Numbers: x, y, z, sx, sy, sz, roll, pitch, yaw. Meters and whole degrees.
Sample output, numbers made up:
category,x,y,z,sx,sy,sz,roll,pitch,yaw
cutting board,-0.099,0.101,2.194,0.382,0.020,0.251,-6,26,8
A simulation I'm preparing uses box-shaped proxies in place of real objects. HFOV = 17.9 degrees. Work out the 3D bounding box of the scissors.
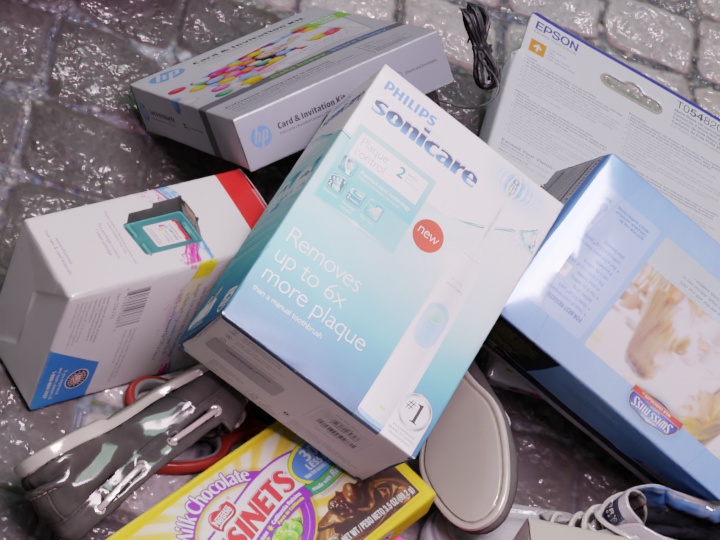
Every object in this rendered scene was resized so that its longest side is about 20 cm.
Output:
category,x,y,z,sx,sy,sz,roll,pitch,yaw
scissors,-0.061,0.100,1.473,0.199,0.014,0.073,2,48,-24

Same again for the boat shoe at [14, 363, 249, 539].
category,x,y,z,sx,sy,sz,roll,pitch,yaw
boat shoe,-0.119,0.101,1.390,0.200,0.067,0.057,-28,89,-35

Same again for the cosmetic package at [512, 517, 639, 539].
category,x,y,z,sx,sy,sz,roll,pitch,yaw
cosmetic package,0.178,0.225,1.403,0.199,0.104,0.073,14,46,-14

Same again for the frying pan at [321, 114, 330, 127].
category,x,y,z,sx,sy,sz,roll,pitch,yaw
frying pan,-0.010,0.010,1.438,0.115,0.031,0.190,-37,97,-35

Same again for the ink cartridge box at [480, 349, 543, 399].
category,x,y,z,sx,sy,sz,roll,pitch,yaw
ink cartridge box,0.186,0.055,1.573,0.199,0.037,0.095,16,80,-9

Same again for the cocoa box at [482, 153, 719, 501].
category,x,y,z,sx,sy,sz,roll,pitch,yaw
cocoa box,0.180,0.039,1.487,0.200,0.131,0.133,40,80,-7

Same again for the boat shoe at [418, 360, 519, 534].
category,x,y,z,sx,sy,sz,roll,pitch,yaw
boat shoe,0.066,0.099,1.471,0.057,0.067,0.200,43,16,-40

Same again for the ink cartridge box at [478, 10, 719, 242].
category,x,y,z,sx,sy,sz,roll,pitch,yaw
ink cartridge box,0.183,-0.076,1.701,0.199,0.041,0.200,29,45,-9

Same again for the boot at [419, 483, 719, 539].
category,x,y,z,sx,sy,sz,roll,pitch,yaw
boot,0.144,0.165,1.445,0.199,0.096,0.074,11,47,-15

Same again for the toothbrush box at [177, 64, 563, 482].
category,x,y,z,sx,sy,sz,roll,pitch,yaw
toothbrush box,0.008,0.002,1.385,0.146,0.085,0.200,38,63,-10

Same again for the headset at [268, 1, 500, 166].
category,x,y,z,sx,sy,sz,roll,pitch,yaw
headset,0.010,-0.125,1.616,0.200,0.094,0.123,-17,16,-24

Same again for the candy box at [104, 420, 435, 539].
category,x,y,z,sx,sy,sz,roll,pitch,yaw
candy box,-0.055,0.154,1.367,0.102,0.026,0.200,41,49,18

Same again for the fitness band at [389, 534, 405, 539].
category,x,y,z,sx,sy,sz,roll,pitch,yaw
fitness band,-0.029,0.205,1.375,0.200,0.037,0.144,28,45,3

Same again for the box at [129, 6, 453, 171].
category,x,y,z,sx,sy,sz,roll,pitch,yaw
box,-0.050,-0.127,1.545,0.156,0.041,0.200,-25,19,-18

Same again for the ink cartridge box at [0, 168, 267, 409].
category,x,y,z,sx,sy,sz,roll,pitch,yaw
ink cartridge box,-0.125,0.007,1.451,0.200,0.116,0.067,-15,58,-34
